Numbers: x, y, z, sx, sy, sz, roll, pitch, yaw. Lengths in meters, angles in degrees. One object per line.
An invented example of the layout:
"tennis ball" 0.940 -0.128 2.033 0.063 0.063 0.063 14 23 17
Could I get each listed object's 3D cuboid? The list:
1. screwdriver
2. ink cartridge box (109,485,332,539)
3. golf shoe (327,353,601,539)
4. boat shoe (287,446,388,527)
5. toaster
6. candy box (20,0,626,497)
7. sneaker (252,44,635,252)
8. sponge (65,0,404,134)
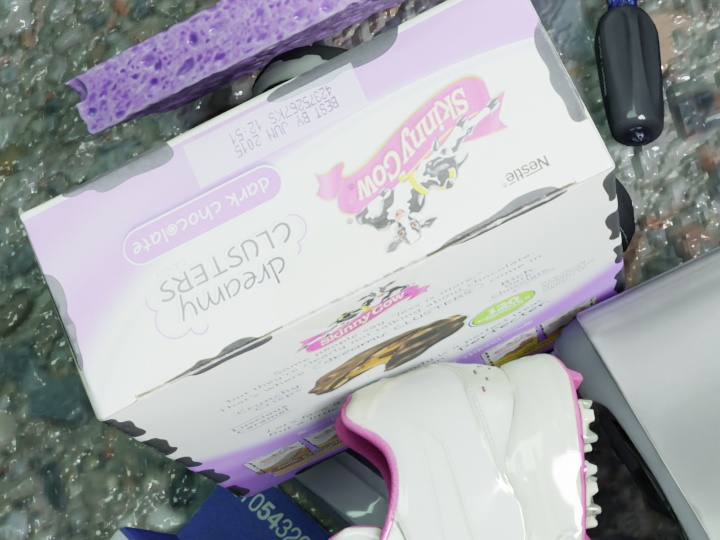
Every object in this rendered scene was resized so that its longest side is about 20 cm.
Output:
"screwdriver" 0.109 -0.144 0.830 0.028 0.029 0.202 -14 63 20
"ink cartridge box" -0.060 0.193 0.732 0.196 0.043 0.201 36 85 38
"golf shoe" 0.030 0.125 0.609 0.090 0.075 0.202 2 69 -6
"boat shoe" -0.032 0.043 0.787 0.199 0.074 0.067 36 79 24
"toaster" 0.162 0.070 0.636 0.128 0.114 0.201 -32 52 6
"candy box" 0.000 0.000 0.641 0.166 0.200 0.072 -25 74 2
"sneaker" 0.019 -0.030 0.792 0.199 0.072 0.083 24 78 35
"sponge" -0.023 -0.117 0.843 0.198 0.112 0.030 -24 93 15
